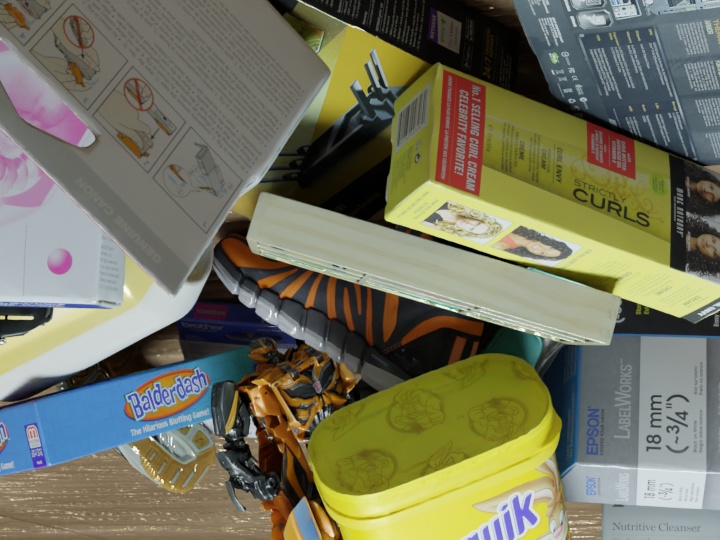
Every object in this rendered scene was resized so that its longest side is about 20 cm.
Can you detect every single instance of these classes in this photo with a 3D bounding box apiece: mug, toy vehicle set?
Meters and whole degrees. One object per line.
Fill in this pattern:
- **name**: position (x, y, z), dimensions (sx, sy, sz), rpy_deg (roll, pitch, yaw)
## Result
- **mug**: position (-0.183, -0.003, 0.951), dimensions (0.152, 0.187, 0.150), rpy_deg (-18, 100, 23)
- **toy vehicle set**: position (0.036, 0.001, 0.859), dimensions (0.199, 0.027, 0.124), rpy_deg (16, 177, -1)

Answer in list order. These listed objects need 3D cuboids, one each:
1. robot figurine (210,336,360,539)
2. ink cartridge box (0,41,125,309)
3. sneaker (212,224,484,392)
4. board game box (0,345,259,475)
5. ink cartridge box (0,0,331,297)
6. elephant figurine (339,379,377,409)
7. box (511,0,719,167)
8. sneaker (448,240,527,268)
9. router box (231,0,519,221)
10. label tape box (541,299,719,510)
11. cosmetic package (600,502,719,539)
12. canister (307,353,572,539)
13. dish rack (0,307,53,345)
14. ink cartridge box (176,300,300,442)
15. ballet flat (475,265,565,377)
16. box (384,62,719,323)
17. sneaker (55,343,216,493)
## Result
- **robot figurine**: position (-0.024, 0.135, 1.049), dimensions (0.058, 0.145, 0.201), rpy_deg (-16, 101, 40)
- **ink cartridge box**: position (-0.213, -0.083, 0.779), dimensions (0.195, 0.202, 0.043), rpy_deg (0, 176, 11)
- **sneaker**: position (0.000, 0.000, 1.007), dimensions (0.199, 0.113, 0.077), rpy_deg (30, -171, 22)
- **board game box**: position (-0.178, 0.099, 1.060), dimensions (0.152, 0.045, 0.199), rpy_deg (-16, 177, 43)
- **ink cartridge box**: position (-0.121, -0.104, 0.687), dimensions (0.200, 0.174, 0.043), rpy_deg (46, 137, -17)
- **elephant figurine**: position (0.054, 0.158, 1.211), dimensions (0.154, 0.142, 0.201), rpy_deg (12, 147, 22)
- **box**: position (0.166, -0.125, 0.767), dimensions (0.157, 0.051, 0.200), rpy_deg (-3, 149, 23)
- **sneaker**: position (0.115, -0.036, 0.888), dimensions (0.199, 0.073, 0.072), rpy_deg (16, 158, -31)
- **router box**: position (-0.032, -0.097, 0.861), dimensions (0.156, 0.053, 0.200), rpy_deg (22, 147, -23)
- **label tape box**: position (0.179, 0.078, 1.023), dimensions (0.198, 0.145, 0.063), rpy_deg (1, 150, 11)
- **cosmetic package**: position (0.224, 0.141, 1.067), dimensions (0.112, 0.201, 0.081), rpy_deg (-3, 150, 12)
- **canister**: position (0.062, 0.168, 0.960), dimensions (0.148, 0.087, 0.201), rpy_deg (-21, 125, -7)
- **dish rack**: position (-0.225, -0.060, 0.830), dimensions (0.152, 0.202, 0.055), rpy_deg (0, 164, 12)
- **ink cartridge box**: position (-0.071, 0.074, 1.179), dimensions (0.118, 0.042, 0.200), rpy_deg (5, 152, 5)
- **ballet flat**: position (0.113, 0.022, 1.001), dimensions (0.068, 0.068, 0.200), rpy_deg (37, 107, -15)
- **box**: position (0.111, -0.038, 0.809), dimensions (0.199, 0.076, 0.050), rpy_deg (18, 151, -21)
- **sneaker**: position (-0.200, 0.101, 1.220), dimensions (0.087, 0.076, 0.200), rpy_deg (20, 150, 48)
